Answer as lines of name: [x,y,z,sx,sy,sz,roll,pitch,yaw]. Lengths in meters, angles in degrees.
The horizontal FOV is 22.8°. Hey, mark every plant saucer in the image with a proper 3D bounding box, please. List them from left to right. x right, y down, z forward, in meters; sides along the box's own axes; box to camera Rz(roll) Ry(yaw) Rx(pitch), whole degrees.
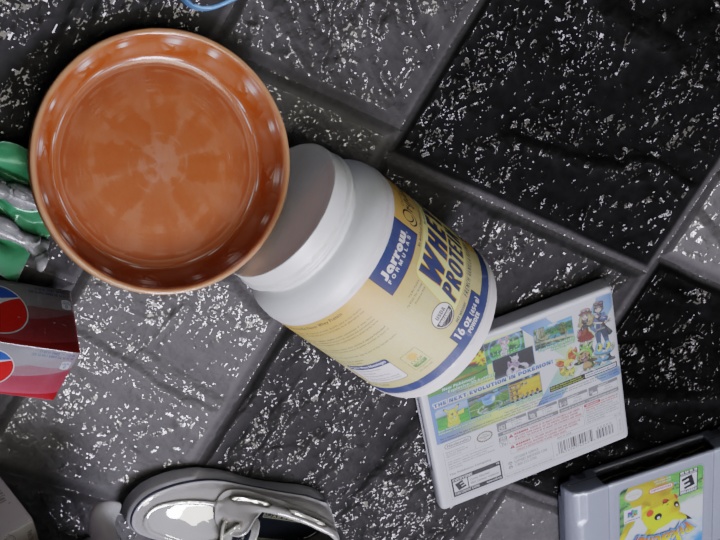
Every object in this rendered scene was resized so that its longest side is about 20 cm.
plant saucer: [-0.153,-0.082,1.352,0.199,0.032,0.201,0,90,-19]

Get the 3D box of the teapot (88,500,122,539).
teapot: [-0.250,0.309,1.403,0.200,0.146,0.198,-14,127,-51]

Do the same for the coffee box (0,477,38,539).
coffee box: [-0.359,0.260,1.439,0.200,0.080,0.115,-31,143,-23]

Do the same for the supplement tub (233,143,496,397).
supplement tub: [0.000,0.000,1.445,0.144,0.144,0.200,-48,126,9]

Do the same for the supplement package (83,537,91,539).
supplement package: [-0.288,0.344,1.544,0.200,0.114,0.110,-29,127,-8]

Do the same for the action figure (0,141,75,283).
action figure: [-0.311,-0.066,1.328,0.200,0.055,0.118,26,109,-29]

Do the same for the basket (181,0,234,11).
basket: [-0.068,-0.296,1.227,0.176,0.139,0.201,-19,94,-12]

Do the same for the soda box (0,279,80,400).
soda box: [-0.321,0.045,1.369,0.199,0.070,0.063,10,134,-28]

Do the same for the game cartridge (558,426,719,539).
game cartridge: [0.294,0.239,1.789,0.199,0.041,0.134,-16,128,-14]

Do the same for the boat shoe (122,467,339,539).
boat shoe: [-0.111,0.226,1.581,0.199,0.066,0.072,13,113,-30]

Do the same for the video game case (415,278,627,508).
video game case: [0.149,0.116,1.658,0.199,0.022,0.183,-20,125,-11]
